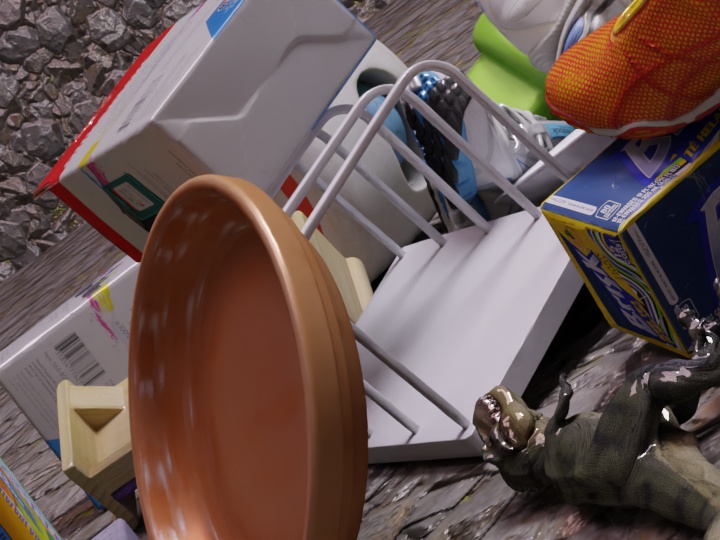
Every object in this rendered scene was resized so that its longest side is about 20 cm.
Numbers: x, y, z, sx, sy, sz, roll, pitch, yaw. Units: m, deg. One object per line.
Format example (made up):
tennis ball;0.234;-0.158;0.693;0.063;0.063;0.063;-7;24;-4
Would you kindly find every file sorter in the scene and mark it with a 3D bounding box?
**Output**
file sorter;0.000;0.000;0.846;0.139;0.124;0.200;-57;18;-22

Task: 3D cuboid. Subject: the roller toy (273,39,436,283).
roller toy;-0.039;-0.071;1.188;0.140;0.182;0.201;-46;-21;-38

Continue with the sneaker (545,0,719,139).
sneaker;0.136;-0.105;0.661;0.199;0.077;0.073;-21;28;52

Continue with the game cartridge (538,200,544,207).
game cartridge;0.166;-0.064;0.902;0.200;0.041;0.133;-43;16;-28

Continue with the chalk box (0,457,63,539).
chalk box;-0.200;0.128;0.764;0.124;0.125;0.200;-38;12;-9

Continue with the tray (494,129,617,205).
tray;0.131;-0.076;0.834;0.107;0.022;0.200;-39;0;-14

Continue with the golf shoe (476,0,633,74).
golf shoe;0.129;-0.187;0.833;0.201;0.097;0.078;-54;-23;-1

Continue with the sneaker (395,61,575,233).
sneaker;0.075;-0.068;0.956;0.086;0.075;0.200;-25;-19;1

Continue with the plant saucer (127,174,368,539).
plant saucer;-0.047;0.061;0.731;0.037;0.202;0.200;-2;-6;-27

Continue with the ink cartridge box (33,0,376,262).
ink cartridge box;-0.087;-0.075;0.898;0.117;0.067;0.200;-56;17;-22

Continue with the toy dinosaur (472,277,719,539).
toy dinosaur;0.103;0.050;0.607;0.088;0.047;0.200;-54;14;-8

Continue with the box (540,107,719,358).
box;0.174;-0.057;0.728;0.200;0.070;0.064;-40;24;-13

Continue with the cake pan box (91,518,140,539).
cake pan box;-0.164;0.205;0.789;0.199;0.052;0.184;-38;13;-4

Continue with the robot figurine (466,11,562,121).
robot figurine;0.147;-0.160;1.069;0.201;0.175;0.116;-55;42;4

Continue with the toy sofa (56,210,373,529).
toy sofa;-0.076;0.068;1.037;0.199;0.098;0.083;-35;36;12

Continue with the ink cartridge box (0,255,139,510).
ink cartridge box;-0.127;0.045;1.152;0.199;0.116;0.068;-37;12;-4
